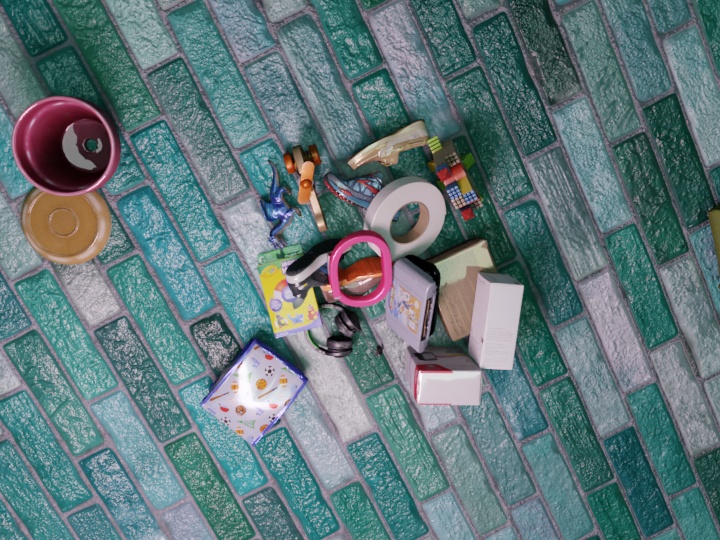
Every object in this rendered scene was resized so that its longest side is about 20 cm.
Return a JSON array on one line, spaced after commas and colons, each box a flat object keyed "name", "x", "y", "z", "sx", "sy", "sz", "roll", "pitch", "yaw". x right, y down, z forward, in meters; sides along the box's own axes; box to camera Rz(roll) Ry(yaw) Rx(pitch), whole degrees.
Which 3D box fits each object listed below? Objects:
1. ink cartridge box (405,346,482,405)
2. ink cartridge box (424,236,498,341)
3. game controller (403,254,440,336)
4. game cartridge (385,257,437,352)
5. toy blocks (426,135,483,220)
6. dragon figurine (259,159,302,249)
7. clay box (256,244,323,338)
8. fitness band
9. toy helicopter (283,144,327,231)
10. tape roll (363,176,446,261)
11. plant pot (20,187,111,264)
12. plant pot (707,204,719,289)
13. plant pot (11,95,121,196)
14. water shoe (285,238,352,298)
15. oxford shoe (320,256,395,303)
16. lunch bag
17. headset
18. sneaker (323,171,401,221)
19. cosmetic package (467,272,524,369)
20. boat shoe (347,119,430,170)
[{"name": "ink cartridge box", "x": 0.188, "y": 0.243, "z": 1.533, "sx": 0.147, "sy": 0.200, "sz": 0.086, "roll": 0, "pitch": 100, "yaw": -5}, {"name": "ink cartridge box", "x": 0.250, "y": 0.042, "z": 1.563, "sx": 0.164, "sy": 0.075, "sz": 0.200, "roll": -24, "pitch": 101, "yaw": -1}, {"name": "game controller", "x": 0.136, "y": 0.059, "z": 1.525, "sx": 0.104, "sy": 0.042, "sz": 0.200, "roll": 24, "pitch": 128, "yaw": 30}, {"name": "game cartridge", "x": 0.111, "y": 0.078, "z": 1.512, "sx": 0.041, "sy": 0.133, "sz": 0.200, "roll": -24, "pitch": 133, "yaw": -35}, {"name": "toy blocks", "x": 0.219, "y": -0.193, "z": 1.460, "sx": 0.100, "sy": 0.137, "sz": 0.200, "roll": -25, "pitch": 120, "yaw": 16}, {"name": "dragon figurine", "x": -0.198, "y": -0.146, "z": 1.495, "sx": 0.099, "sy": 0.059, "sz": 0.200, "roll": -25, "pitch": 103, "yaw": 0}, {"name": "clay box", "x": -0.167, "y": 0.046, "z": 1.523, "sx": 0.115, "sy": 0.048, "sz": 0.201, "roll": -15, "pitch": 89, "yaw": -2}, {"name": "fitness band", "x": 0.000, "y": 0.000, "z": 1.466, "sx": 0.143, "sy": 0.037, "sz": 0.200, "roll": -11, "pitch": 127, "yaw": -8}, {"name": "toy helicopter", "x": -0.110, "y": -0.181, "z": 1.459, "sx": 0.079, "sy": 0.132, "sz": 0.201, "roll": -18, "pitch": 103, "yaw": 1}, {"name": "tape roll", "x": 0.103, "y": -0.115, "z": 1.490, "sx": 0.202, "sy": 0.037, "sz": 0.203, "roll": -16, "pitch": 126, "yaw": -23}, {"name": "plant pot", "x": -0.668, "y": -0.109, "z": 1.480, "sx": 0.199, "sy": 0.027, "sz": 0.201, "roll": -1, "pitch": 102, "yaw": -5}, {"name": "plant pot", "x": 0.921, "y": -0.077, "z": 1.552, "sx": 0.200, "sy": 0.200, "sz": 0.190, "roll": -22, "pitch": 91, "yaw": 0}, {"name": "plant pot", "x": -0.594, "y": -0.261, "z": 1.378, "sx": 0.199, "sy": 0.179, "sz": 0.201, "roll": -1, "pitch": 101, "yaw": -5}, {"name": "water shoe", "x": -0.093, "y": -0.007, "z": 1.498, "sx": 0.200, "sy": 0.071, "sz": 0.079, "roll": -33, "pitch": 126, "yaw": -37}, {"name": "oxford shoe", "x": 0.003, "y": 0.023, "z": 1.552, "sx": 0.199, "sy": 0.071, "sz": 0.073, "roll": -14, "pitch": 126, "yaw": -2}, {"name": "lunch bag", "x": -0.244, "y": 0.275, "z": 1.544, "sx": 0.170, "sy": 0.124, "sz": 0.200, "roll": 39, "pitch": 103, "yaw": -10}, {"name": "headset", "x": -0.040, "y": 0.155, "z": 1.550, "sx": 0.200, "sy": 0.094, "sz": 0.124, "roll": 21, "pitch": 99, "yaw": 3}, {"name": "sneaker", "x": 0.011, "y": -0.190, "z": 1.504, "sx": 0.200, "sy": 0.079, "sz": 0.096, "roll": 24, "pitch": 93, "yaw": -18}, {"name": "cosmetic package", "x": 0.305, "y": 0.113, "z": 1.488, "sx": 0.081, "sy": 0.113, "sz": 0.201, "roll": 2, "pitch": 100, "yaw": -7}, {"name": "boat shoe", "x": 0.068, "y": -0.272, "z": 1.486, "sx": 0.200, "sy": 0.074, "sz": 0.067, "roll": -27, "pitch": 97, "yaw": 1}]
